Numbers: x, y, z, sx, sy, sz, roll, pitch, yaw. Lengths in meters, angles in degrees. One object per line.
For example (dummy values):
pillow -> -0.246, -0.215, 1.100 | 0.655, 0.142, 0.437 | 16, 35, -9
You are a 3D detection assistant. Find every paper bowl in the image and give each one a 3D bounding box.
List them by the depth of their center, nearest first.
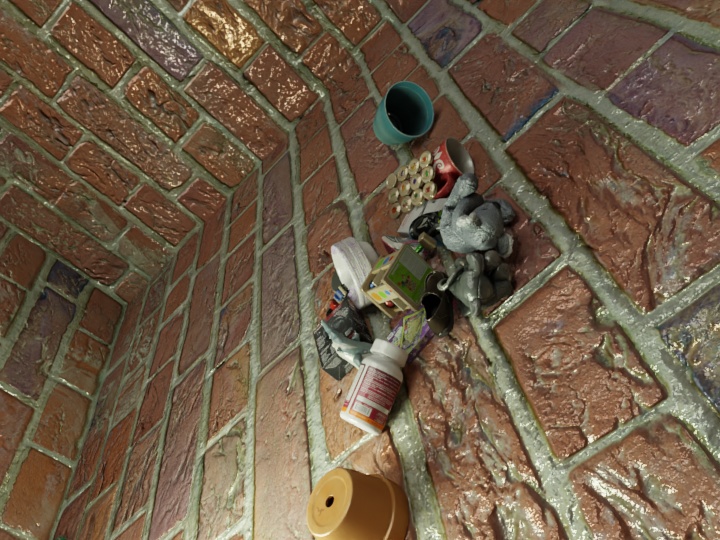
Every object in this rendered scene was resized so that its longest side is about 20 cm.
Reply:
paper bowl -> 0.000, 0.000, 1.758 | 0.102, 0.205, 0.200 | -24, 25, -13

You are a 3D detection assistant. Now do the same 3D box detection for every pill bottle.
pill bottle -> 0.036, 0.275, 1.445 | 0.109, 0.109, 0.204 | 2, 63, 56

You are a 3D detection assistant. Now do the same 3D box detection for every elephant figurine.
elephant figurine -> 0.252, 0.035, 1.434 | 0.199, 0.152, 0.145 | -18, 83, 61

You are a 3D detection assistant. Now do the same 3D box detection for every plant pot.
plant pot -> -0.017, 0.500, 1.247 | 0.198, 0.140, 0.203 | -35, 32, 25
plant pot -> 0.139, -0.549, 2.210 | 0.203, 0.198, 0.187 | -61, 15, -20

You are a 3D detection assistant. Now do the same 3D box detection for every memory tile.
memory tile -> 0.148, -0.253, 1.803 | 0.198, 0.017, 0.157 | -28, 58, 46

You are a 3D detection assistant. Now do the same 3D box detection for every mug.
mug -> 0.215, -0.279, 1.809 | 0.198, 0.135, 0.177 | -32, 4, 38

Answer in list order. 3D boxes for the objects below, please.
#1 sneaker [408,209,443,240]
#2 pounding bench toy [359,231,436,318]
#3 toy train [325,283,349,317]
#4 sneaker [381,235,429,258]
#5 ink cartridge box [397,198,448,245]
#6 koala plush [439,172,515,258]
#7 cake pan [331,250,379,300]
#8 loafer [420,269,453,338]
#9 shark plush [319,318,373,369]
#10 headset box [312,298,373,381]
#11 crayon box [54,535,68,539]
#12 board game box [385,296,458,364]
sneaker -> 0.220, -0.135, 1.621 | 0.195, 0.073, 0.083 | -16, -9, 3
pounding bench toy -> 0.114, 0.003, 1.623 | 0.202, 0.124, 0.155 | -57, 15, -25
toy train -> -0.072, 0.097, 1.812 | 0.046, 0.034, 0.201 | -38, -14, -29
sneaker -> 0.131, -0.064, 1.764 | 0.074, 0.081, 0.199 | -41, 33, -15
ink cartridge box -> 0.185, -0.140, 1.772 | 0.198, 0.066, 0.118 | 4, 60, 57
koala plush -> 0.286, -0.106, 1.463 | 0.186, 0.175, 0.200 | -55, 17, 10
cake pan -> -0.023, 0.005, 1.943 | 0.199, 0.037, 0.203 | -37, 31, 26
loafer -> 0.184, 0.066, 1.473 | 0.072, 0.071, 0.203 | -35, 34, 26
shark plush -> -0.023, 0.196, 1.608 | 0.198, 0.091, 0.084 | 31, 77, 28
headset box -> -0.053, 0.189, 1.731 | 0.149, 0.077, 0.201 | -45, 28, 10
crayon box -> -1.170, 1.132, 2.305 | 0.119, 0.058, 0.200 | -49, 28, 4
board game box -> 0.156, 0.128, 1.543 | 0.201, 0.032, 0.120 | -50, 25, 3
